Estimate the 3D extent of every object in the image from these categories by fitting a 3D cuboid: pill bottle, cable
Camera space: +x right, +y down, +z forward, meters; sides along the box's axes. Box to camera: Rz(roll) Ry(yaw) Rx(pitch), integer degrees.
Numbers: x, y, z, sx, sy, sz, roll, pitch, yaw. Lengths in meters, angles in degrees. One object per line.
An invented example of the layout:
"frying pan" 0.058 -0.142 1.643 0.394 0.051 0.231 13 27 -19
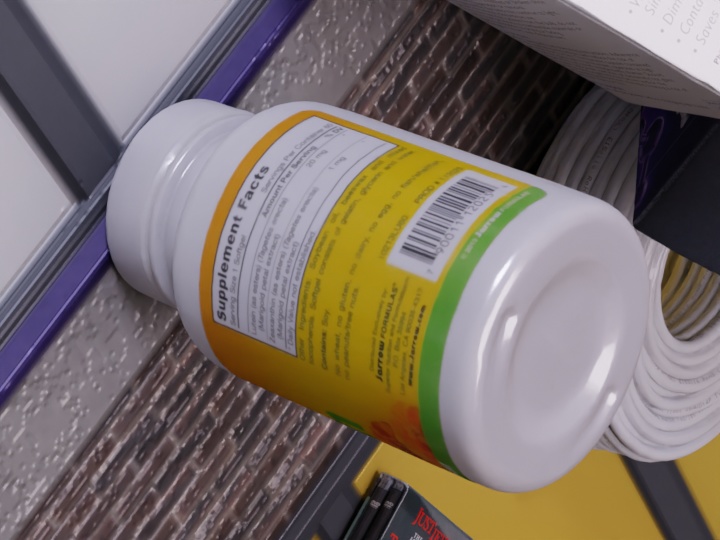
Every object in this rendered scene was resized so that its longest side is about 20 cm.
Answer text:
"pill bottle" 0.000 0.000 1.013 0.111 0.199 0.112 -26 126 -42
"cable" 0.148 -0.007 1.303 0.199 0.069 0.201 -29 128 -41

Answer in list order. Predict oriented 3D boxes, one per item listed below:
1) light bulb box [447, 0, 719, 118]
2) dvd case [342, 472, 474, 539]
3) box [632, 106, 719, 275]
"light bulb box" 0.098 -0.190 1.054 0.199 0.125 0.199 27 85 -27
"dvd case" 0.000 0.211 1.263 0.201 0.022 0.146 -60 142 -10
"box" 0.203 -0.106 1.181 0.148 0.104 0.201 -54 -162 39
